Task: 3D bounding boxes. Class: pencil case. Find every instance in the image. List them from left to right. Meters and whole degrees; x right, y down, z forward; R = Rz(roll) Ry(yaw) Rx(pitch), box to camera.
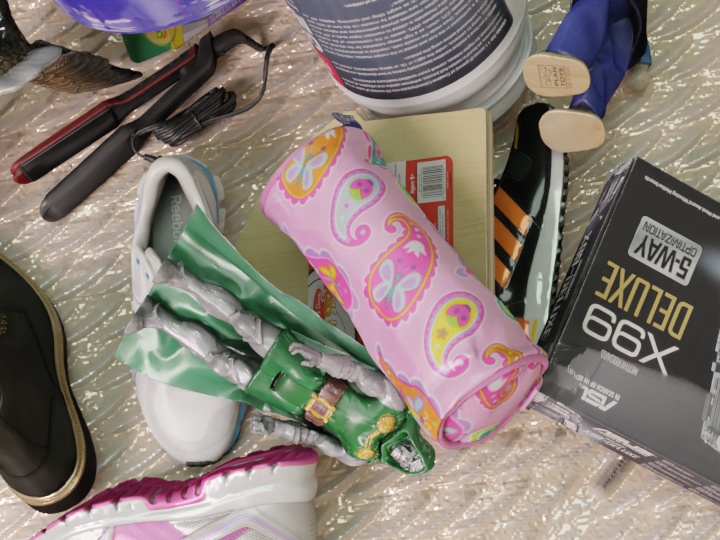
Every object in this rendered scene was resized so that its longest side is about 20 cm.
[{"bbox_3d":[0.024,0.006,0.943,0.087,0.088,0.201,-33,63,-6],"label":"pencil case"}]

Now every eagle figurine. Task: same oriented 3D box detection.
[{"bbox_3d":[-0.230,-0.131,1.025,0.150,0.201,0.152,10,62,14],"label":"eagle figurine"}]

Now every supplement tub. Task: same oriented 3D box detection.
[{"bbox_3d":[0.022,-0.187,1.011,0.139,0.200,0.141,-14,52,18],"label":"supplement tub"}]

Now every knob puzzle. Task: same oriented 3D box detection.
[{"bbox_3d":[0.000,0.000,1.027,0.218,0.030,0.222,-4,82,33],"label":"knob puzzle"}]

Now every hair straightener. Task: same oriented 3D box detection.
[{"bbox_3d":[-0.134,-0.093,1.100,0.199,0.041,0.077,-34,73,-11],"label":"hair straightener"}]

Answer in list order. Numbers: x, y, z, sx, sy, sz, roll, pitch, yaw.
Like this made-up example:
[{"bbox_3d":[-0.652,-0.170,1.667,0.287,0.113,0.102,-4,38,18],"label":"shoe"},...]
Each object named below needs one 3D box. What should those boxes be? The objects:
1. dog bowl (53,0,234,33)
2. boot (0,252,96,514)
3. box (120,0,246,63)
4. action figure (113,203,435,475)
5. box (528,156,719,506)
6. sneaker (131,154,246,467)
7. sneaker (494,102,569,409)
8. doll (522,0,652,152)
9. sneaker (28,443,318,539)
[{"bbox_3d":[-0.114,-0.235,0.929,0.198,0.079,0.202,-13,52,17],"label":"dog bowl"},{"bbox_3d":[-0.232,0.039,1.000,0.077,0.139,0.201,-33,62,-3],"label":"boot"},{"bbox_3d":[-0.095,-0.233,1.072,0.200,0.118,0.048,-40,47,-25],"label":"box"},{"bbox_3d":[-0.040,0.062,0.964,0.199,0.055,0.119,30,120,-3],"label":"action figure"},{"bbox_3d":[0.212,0.049,0.988,0.199,0.050,0.159,28,75,-7],"label":"box"},{"bbox_3d":[-0.116,0.023,1.020,0.074,0.087,0.202,-8,85,-1],"label":"sneaker"},{"bbox_3d":[0.082,-0.016,1.037,0.089,0.070,0.202,6,75,3],"label":"sneaker"},{"bbox_3d":[0.158,-0.167,1.050,0.048,0.137,0.201,-1,37,28],"label":"doll"},{"bbox_3d":[-0.113,0.170,0.987,0.198,0.081,0.089,-14,92,13],"label":"sneaker"}]
